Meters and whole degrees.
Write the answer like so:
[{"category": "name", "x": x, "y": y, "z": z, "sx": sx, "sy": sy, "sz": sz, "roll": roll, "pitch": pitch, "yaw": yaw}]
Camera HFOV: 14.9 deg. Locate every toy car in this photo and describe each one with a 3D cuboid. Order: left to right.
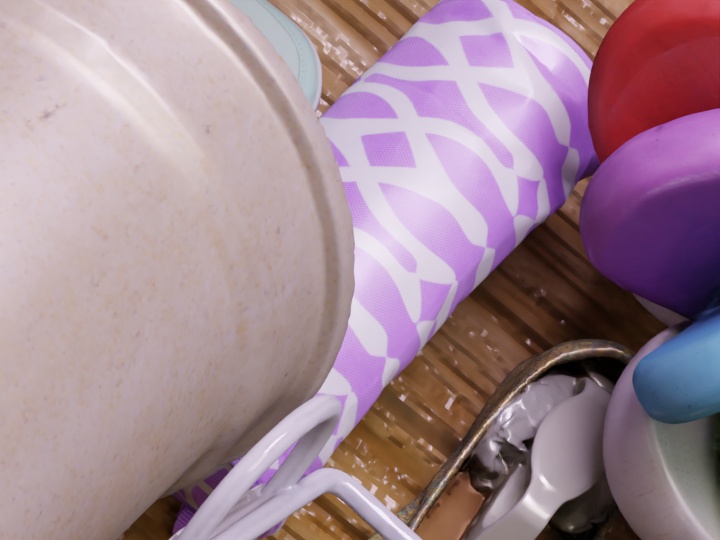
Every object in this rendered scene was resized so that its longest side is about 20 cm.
[{"category": "toy car", "x": 0.131, "y": -0.015, "z": 0.827, "sx": 0.150, "sy": 0.174, "sz": 0.201, "roll": 33, "pitch": 46, "yaw": -34}]

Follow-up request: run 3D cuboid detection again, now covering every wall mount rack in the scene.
[{"category": "wall mount rack", "x": -0.055, "y": 0.134, "z": 0.757, "sx": 0.074, "sy": 0.200, "sz": 0.174, "roll": 42, "pitch": 27, "yaw": 10}]

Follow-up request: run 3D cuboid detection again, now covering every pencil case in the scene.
[{"category": "pencil case", "x": 0.000, "y": 0.000, "z": 0.878, "sx": 0.200, "sy": 0.084, "sz": 0.086, "roll": -46, "pitch": 138, "yaw": -22}]

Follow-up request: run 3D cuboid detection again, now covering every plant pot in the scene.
[{"category": "plant pot", "x": -0.128, "y": 0.025, "z": 0.708, "sx": 0.201, "sy": 0.200, "sz": 0.184, "roll": 50, "pitch": 41, "yaw": -13}]

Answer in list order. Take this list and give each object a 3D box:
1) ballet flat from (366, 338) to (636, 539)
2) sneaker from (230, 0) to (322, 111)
[{"category": "ballet flat", "x": 0.036, "y": 0.097, "z": 0.877, "sx": 0.071, "sy": 0.071, "sz": 0.200, "roll": 45, "pitch": 59, "yaw": -15}, {"category": "sneaker", "x": -0.082, "y": -0.085, "z": 0.824, "sx": 0.199, "sy": 0.118, "sz": 0.074, "roll": 19, "pitch": 74, "yaw": -25}]
